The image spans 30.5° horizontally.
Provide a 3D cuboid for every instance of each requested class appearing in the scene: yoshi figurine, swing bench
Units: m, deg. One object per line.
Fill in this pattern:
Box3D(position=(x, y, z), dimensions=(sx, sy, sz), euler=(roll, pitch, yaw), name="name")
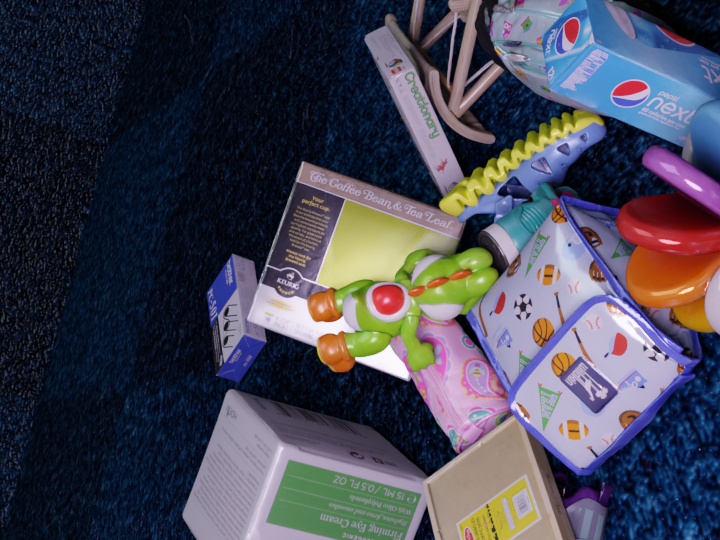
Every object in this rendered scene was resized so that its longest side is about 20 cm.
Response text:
Box3D(position=(0.055, 0.034, 1.337), dimensions=(0.200, 0.113, 0.112), euler=(-21, 25, 21), name="yoshi figurine")
Box3D(position=(0.122, -0.292, 1.608), dimensions=(0.200, 0.129, 0.199), euler=(-62, 27, 20), name="swing bench")

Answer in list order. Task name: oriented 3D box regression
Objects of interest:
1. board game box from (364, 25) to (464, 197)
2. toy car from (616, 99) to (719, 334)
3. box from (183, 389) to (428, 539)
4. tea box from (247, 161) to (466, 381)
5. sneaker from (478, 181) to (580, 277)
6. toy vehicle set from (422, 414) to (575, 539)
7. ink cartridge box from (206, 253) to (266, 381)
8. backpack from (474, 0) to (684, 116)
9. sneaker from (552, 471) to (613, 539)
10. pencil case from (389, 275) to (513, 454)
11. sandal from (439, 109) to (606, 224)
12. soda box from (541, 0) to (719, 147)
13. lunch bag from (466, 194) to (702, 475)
Box3D(position=(0.070, -0.182, 1.581), dimensions=(0.035, 0.200, 0.126), euler=(-27, 35, 3), name="board game box")
Box3D(position=(0.287, -0.051, 1.079), dimensions=(0.200, 0.150, 0.175), euler=(-65, 25, 14), name="toy car")
Box3D(position=(-0.065, 0.262, 1.500), dimensions=(0.200, 0.199, 0.172), euler=(32, 102, 64), name="box")
Box3D(position=(0.000, 0.000, 1.530), dimensions=(0.134, 0.200, 0.197), euler=(-1, -69, -85), name="tea box")
Box3D(position=(0.182, -0.030, 1.366), dimensions=(0.084, 0.121, 0.200), euler=(57, 175, 12), name="sneaker")
Box3D(position=(0.127, 0.235, 1.199), dimensions=(0.124, 0.027, 0.200), euler=(-39, 33, 19), name="toy vehicle set")
Box3D(position=(-0.200, 0.073, 2.108), dimensions=(0.094, 0.044, 0.200), euler=(-54, 30, 28), name="ink cartridge box")
Box3D(position=(0.228, -0.229, 1.342), dimensions=(0.200, 0.167, 0.127), euler=(27, 104, 53), name="backpack")
Box3D(position=(0.161, 0.233, 1.250), dimensions=(0.200, 0.074, 0.088), euler=(-2, 61, 52), name="sneaker")
Box3D(position=(0.083, 0.095, 1.384), dimensions=(0.200, 0.087, 0.087), euler=(56, 128, 26), name="pencil case")
Box3D(position=(0.185, -0.098, 1.417), dimensions=(0.200, 0.087, 0.079), euler=(-35, 6, 29), name="sandal")
Box3D(position=(0.258, -0.167, 1.157), dimensions=(0.064, 0.200, 0.068), euler=(-46, 35, 42), name="soda box")
Box3D(position=(0.207, 0.061, 1.207), dimensions=(0.170, 0.124, 0.200), euler=(-53, 45, 33), name="lunch bag")
